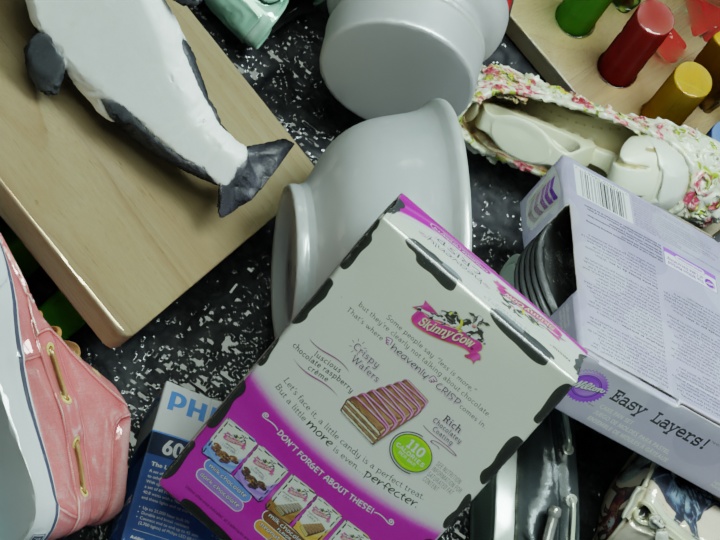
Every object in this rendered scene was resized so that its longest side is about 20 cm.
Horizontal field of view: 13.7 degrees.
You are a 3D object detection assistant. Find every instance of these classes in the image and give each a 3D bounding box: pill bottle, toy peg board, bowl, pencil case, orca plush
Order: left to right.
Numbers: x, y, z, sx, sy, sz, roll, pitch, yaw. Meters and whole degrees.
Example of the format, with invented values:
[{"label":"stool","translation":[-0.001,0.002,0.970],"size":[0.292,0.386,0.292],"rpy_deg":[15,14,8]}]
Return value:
[{"label":"toy peg board","translation":[-0.165,-0.067,1.730],"size":[0.200,0.098,0.199],"rpy_deg":[52,44,-3]},{"label":"orca plush","translation":[-0.118,-0.128,1.677],"size":[0.200,0.105,0.071],"rpy_deg":[36,16,-14]},{"label":"bowl","translation":[0.000,0.000,1.699],"size":[0.090,0.201,0.202],"rpy_deg":[3,65,-11]},{"label":"pill bottle","translation":[0.043,-0.192,1.834],"size":[0.113,0.114,0.201],"rpy_deg":[21,52,-8]},{"label":"toy peg board","translation":[0.231,-0.155,1.904],"size":[0.200,0.098,0.199],"rpy_deg":[-34,80,-28]},{"label":"pencil case","translation":[0.227,0.186,1.747],"size":[0.200,0.089,0.078],"rpy_deg":[35,104,-1]}]

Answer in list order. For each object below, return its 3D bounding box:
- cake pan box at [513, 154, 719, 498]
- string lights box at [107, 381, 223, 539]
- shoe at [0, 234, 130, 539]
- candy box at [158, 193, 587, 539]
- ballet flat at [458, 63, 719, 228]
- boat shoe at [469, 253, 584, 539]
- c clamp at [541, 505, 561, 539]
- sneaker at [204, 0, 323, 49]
[{"label":"cake pan box","translation":[0.182,0.040,1.757],"size":[0.199,0.052,0.185],"rpy_deg":[28,32,-23]},{"label":"string lights box","translation":[-0.093,0.173,1.661],"size":[0.102,0.059,0.201],"rpy_deg":[20,61,-9]},{"label":"shoe","translation":[-0.188,0.051,1.636],"size":[0.091,0.071,0.201],"rpy_deg":[-8,81,-57]},{"label":"candy box","translation":[0.007,0.079,1.601],"size":[0.136,0.200,0.061],"rpy_deg":[41,19,-1]},{"label":"ballet flat","translation":[0.141,-0.068,1.834],"size":[0.199,0.076,0.064],"rpy_deg":[18,19,7]},{"label":"boat shoe","translation":[0.102,0.091,1.763],"size":[0.060,0.076,0.201],"rpy_deg":[9,75,-13]},{"label":"c clamp","translation":[0.168,0.251,1.703],"size":[0.199,0.027,0.172],"rpy_deg":[24,80,-10]},{"label":"sneaker","translation":[-0.108,-0.186,1.815],"size":[0.200,0.074,0.119],"rpy_deg":[-17,66,-27]}]
